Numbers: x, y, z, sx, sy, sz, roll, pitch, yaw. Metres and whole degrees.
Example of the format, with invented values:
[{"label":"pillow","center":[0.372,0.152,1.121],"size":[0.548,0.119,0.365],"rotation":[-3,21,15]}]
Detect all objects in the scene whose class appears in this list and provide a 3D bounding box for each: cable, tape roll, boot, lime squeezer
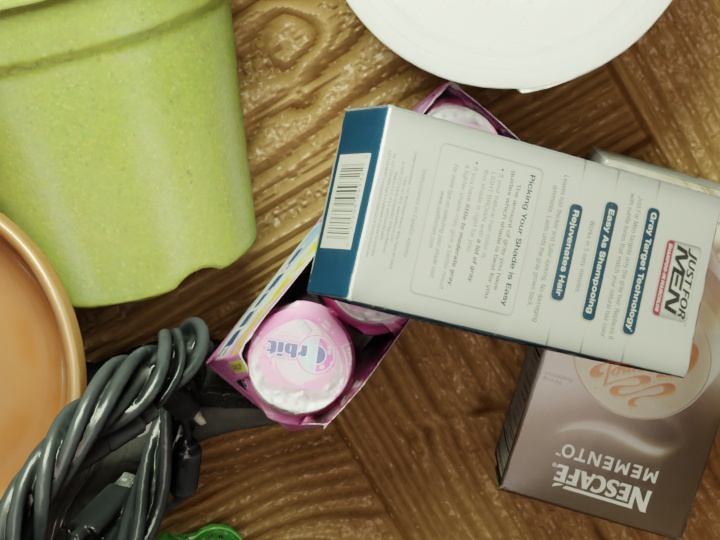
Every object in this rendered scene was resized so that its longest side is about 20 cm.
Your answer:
[{"label":"cable","center":[-0.129,0.110,0.949],"size":[0.051,0.200,0.163],"rotation":[30,116,14]},{"label":"tape roll","center":[0.078,-0.202,0.995],"size":[0.202,0.139,0.203],"rotation":[0,98,1]},{"label":"boot","center":[-0.132,0.115,1.092],"size":[0.200,0.070,0.132],"rotation":[-1,115,-8]},{"label":"lime squeezer","center":[-0.095,0.180,1.081],"size":[0.200,0.071,0.038],"rotation":[2,121,-41]}]

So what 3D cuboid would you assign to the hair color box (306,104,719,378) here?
[{"label":"hair color box","center":[0.081,-0.013,0.943],"size":[0.200,0.061,0.100],"rotation":[14,88,-22]}]

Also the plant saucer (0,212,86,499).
[{"label":"plant saucer","center":[-0.233,0.052,0.989],"size":[0.200,0.037,0.200],"rotation":[3,98,21]}]

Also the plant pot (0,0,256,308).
[{"label":"plant pot","center":[-0.141,-0.087,1.006],"size":[0.200,0.200,0.184],"rotation":[-13,110,3]}]

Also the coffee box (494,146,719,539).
[{"label":"coffee box","center":[0.161,0.041,1.061],"size":[0.114,0.080,0.200],"rotation":[16,99,-1]}]

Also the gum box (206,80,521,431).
[{"label":"gum box","center":[0.000,0.000,1.011],"size":[0.066,0.113,0.200],"rotation":[39,78,-6]}]
